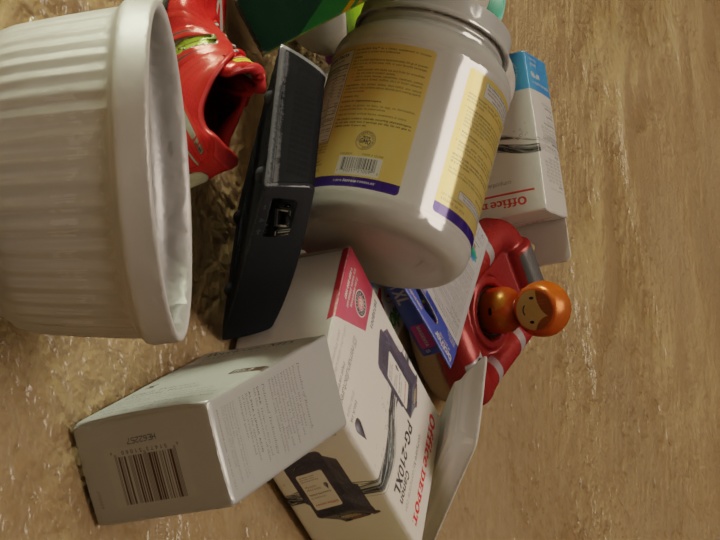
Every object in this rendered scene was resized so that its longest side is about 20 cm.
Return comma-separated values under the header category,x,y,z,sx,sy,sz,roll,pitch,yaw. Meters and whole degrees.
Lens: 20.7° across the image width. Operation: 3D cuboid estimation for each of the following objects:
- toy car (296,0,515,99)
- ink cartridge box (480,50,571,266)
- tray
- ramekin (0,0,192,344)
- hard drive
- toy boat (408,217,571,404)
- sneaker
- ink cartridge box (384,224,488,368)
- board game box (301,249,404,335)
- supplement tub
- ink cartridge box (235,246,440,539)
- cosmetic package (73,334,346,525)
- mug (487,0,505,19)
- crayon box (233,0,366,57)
category,x,y,z,sx,sy,sz,roll,pitch,yaw
toy car,0.026,-0.186,1.684,0.150,0.174,0.201,151,-75,-76
ink cartridge box,0.131,-0.101,1.918,0.068,0.116,0.201,15,65,-65
tray,0.061,0.171,1.609,0.108,0.022,0.200,-80,-172,-52
ramekin,-0.160,-0.054,1.137,0.200,0.105,0.201,-4,90,-89
hard drive,-0.062,-0.049,1.387,0.200,0.042,0.135,110,-13,-55
toy boat,0.132,0.038,1.811,0.200,0.130,0.131,-50,125,-46
sneaker,-0.105,-0.141,1.405,0.077,0.085,0.201,51,35,-50
ink cartridge box,0.056,-0.014,1.694,0.120,0.042,0.200,60,25,-26
board game box,0.000,0.000,1.658,0.200,0.034,0.127,-63,137,-57
supplement tub,0.035,-0.102,1.517,0.145,0.145,0.201,46,54,-53
ink cartridge box,-0.016,0.106,1.500,0.145,0.084,0.200,-77,149,-45
cosmetic package,-0.094,0.101,1.296,0.200,0.101,0.074,-32,110,-68
mug,0.056,-0.301,1.837,0.152,0.114,0.186,47,37,-51
crayon box,-0.001,-0.235,1.508,0.051,0.200,0.127,62,0,-11
